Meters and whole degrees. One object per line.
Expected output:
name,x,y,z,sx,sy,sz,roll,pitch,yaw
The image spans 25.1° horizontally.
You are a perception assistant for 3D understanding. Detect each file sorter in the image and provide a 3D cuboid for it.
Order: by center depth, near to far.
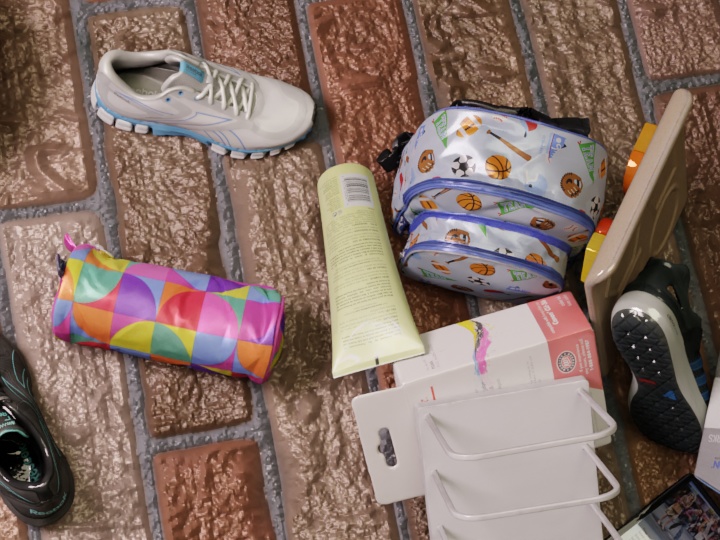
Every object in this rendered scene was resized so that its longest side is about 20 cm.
file sorter,0.129,0.203,1.231,0.138,0.125,0.202,-9,104,-6

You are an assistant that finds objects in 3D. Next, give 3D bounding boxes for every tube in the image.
tube,0.000,0.000,1.340,0.052,0.058,0.201,18,42,-30

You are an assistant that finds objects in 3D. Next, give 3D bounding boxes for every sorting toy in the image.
sorting toy,0.223,-0.029,1.330,0.036,0.200,0.186,21,69,18

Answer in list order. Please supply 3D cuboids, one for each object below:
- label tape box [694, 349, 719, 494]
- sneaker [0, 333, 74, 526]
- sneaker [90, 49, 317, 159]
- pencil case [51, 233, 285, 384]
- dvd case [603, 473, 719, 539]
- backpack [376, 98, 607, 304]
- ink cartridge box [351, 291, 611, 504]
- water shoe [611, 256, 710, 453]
label tape box,0.335,0.158,1.313,0.063,0.144,0.201,-1,66,42
sneaker,-0.291,0.109,1.301,0.075,0.079,0.201,-33,77,-14
sneaker,-0.135,-0.150,1.392,0.198,0.087,0.076,6,71,-5
pencil case,-0.159,0.033,1.335,0.198,0.088,0.089,15,72,-3
dvd case,0.241,0.282,1.332,0.199,0.018,0.143,-35,79,-13
backpack,0.113,-0.059,1.331,0.198,0.191,0.155,8,70,-2
ink cartridge box,0.093,0.105,1.308,0.199,0.068,0.117,-15,119,-3
water shoe,0.258,0.072,1.313,0.071,0.201,0.079,17,58,31
